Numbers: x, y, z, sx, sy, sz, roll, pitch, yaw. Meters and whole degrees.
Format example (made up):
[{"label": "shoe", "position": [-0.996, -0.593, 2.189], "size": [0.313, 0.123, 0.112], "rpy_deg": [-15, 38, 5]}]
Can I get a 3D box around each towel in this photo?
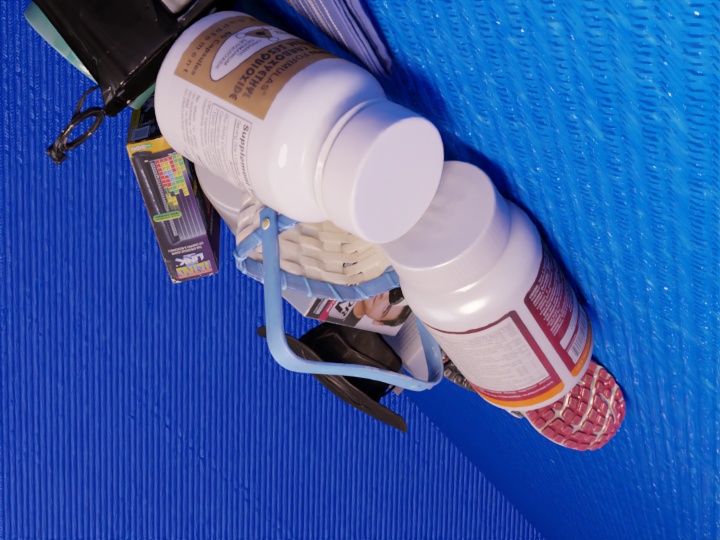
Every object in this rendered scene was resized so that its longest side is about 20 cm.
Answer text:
[{"label": "towel", "position": [-0.060, -0.218, 0.894], "size": [0.200, 0.024, 0.145], "rpy_deg": [43, 176, 26]}]

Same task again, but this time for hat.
[{"label": "hat", "position": [-0.013, 0.087, 1.415], "size": [0.200, 0.081, 0.201], "rpy_deg": [34, 171, 6]}]

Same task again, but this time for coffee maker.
[{"label": "coffee maker", "position": [-0.216, -0.225, 0.974], "size": [0.200, 0.192, 0.135], "rpy_deg": [47, 155, -3]}]

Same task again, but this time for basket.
[{"label": "basket", "position": [-0.013, -0.010, 1.031], "size": [0.175, 0.138, 0.202], "rpy_deg": [14, -118, -46]}]

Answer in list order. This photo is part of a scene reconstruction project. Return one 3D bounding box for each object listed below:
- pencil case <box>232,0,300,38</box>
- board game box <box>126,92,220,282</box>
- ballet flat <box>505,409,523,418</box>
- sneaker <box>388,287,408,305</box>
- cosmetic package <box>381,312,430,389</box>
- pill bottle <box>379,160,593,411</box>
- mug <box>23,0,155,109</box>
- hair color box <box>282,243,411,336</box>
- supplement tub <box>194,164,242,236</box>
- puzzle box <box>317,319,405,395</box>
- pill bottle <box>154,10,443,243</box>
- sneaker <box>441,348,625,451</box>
[{"label": "pencil case", "position": [-0.124, -0.197, 1.103], "size": [0.200, 0.092, 0.085], "rpy_deg": [43, 174, 22]}, {"label": "board game box", "position": [-0.198, -0.109, 1.431], "size": [0.201, 0.056, 0.167], "rpy_deg": [-99, -6, -60]}, {"label": "ballet flat", "position": [0.171, 0.115, 1.353], "size": [0.072, 0.072, 0.200], "rpy_deg": [42, 173, 20]}, {"label": "sneaker", "position": [0.097, 0.005, 1.207], "size": [0.087, 0.077, 0.200], "rpy_deg": [16, 173, -14]}, {"label": "cosmetic package", "position": [0.040, 0.037, 1.547], "size": [0.200, 0.101, 0.071], "rpy_deg": [40, 174, 40]}, {"label": "pill bottle", "position": [0.094, 0.013, 0.980], "size": [0.109, 0.110, 0.200], "rpy_deg": [38, 171, 43]}, {"label": "mug", "position": [-0.241, -0.250, 1.340], "size": [0.152, 0.115, 0.185], "rpy_deg": [35, -172, -47]}, {"label": "hair color box", "position": [0.000, 0.000, 1.313], "size": [0.061, 0.099, 0.199], "rpy_deg": [39, -169, 26]}, {"label": "supplement tub", "position": [-0.101, -0.098, 1.443], "size": [0.132, 0.132, 0.200], "rpy_deg": [42, 174, 14]}, {"label": "puzzle box", "position": [-0.028, 0.060, 1.558], "size": [0.200, 0.025, 0.133], "rpy_deg": [42, 175, 22]}, {"label": "pill bottle", "position": [-0.043, -0.099, 0.921], "size": [0.199, 0.115, 0.114], "rpy_deg": [30, 167, 37]}, {"label": "sneaker", "position": [0.151, 0.091, 1.195], "size": [0.199, 0.081, 0.075], "rpy_deg": [31, -175, -9]}]
